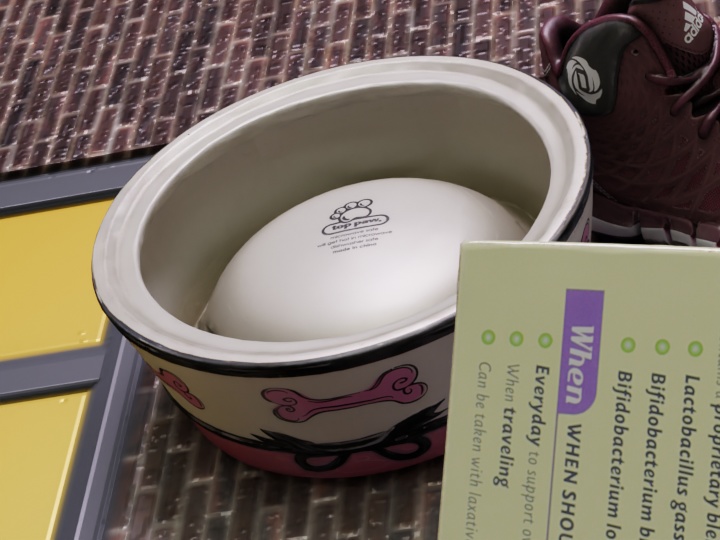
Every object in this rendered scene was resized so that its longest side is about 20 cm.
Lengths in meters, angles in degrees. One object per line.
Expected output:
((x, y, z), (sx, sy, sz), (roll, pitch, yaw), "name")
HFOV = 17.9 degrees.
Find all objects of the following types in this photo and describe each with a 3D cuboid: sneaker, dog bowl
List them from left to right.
((0.000, 0.000, 0.895), (0.199, 0.074, 0.200), (-12, 35, 9), "dog bowl")
((0.145, -0.058, 0.875), (0.200, 0.116, 0.076), (13, 44, 36), "sneaker")

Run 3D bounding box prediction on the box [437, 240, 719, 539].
((0.125, 0.087, 0.582), (0.199, 0.097, 0.177), (2, 84, 27), "box")
